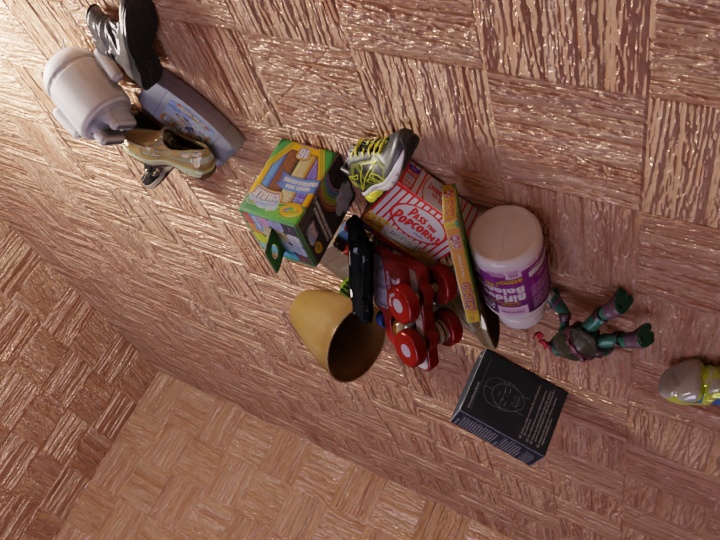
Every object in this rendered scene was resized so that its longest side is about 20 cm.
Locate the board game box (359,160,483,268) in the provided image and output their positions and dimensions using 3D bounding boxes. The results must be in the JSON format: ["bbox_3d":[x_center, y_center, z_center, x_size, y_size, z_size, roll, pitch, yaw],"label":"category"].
[{"bbox_3d":[0.094,-0.085,1.236,0.150,0.047,0.200,34,157,-7],"label":"board game box"}]

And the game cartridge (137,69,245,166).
[{"bbox_3d":[-0.307,-0.276,1.363,0.199,0.042,0.132,39,160,-17],"label":"game cartridge"}]

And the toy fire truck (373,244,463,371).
[{"bbox_3d":[0.081,0.066,1.309,0.166,0.110,0.205,23,130,51],"label":"toy fire truck"}]

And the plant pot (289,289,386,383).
[{"bbox_3d":[-0.070,0.127,1.717,0.198,0.187,0.188,27,160,40],"label":"plant pot"}]

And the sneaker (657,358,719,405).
[{"bbox_3d":[0.568,0.193,1.175,0.104,0.077,0.199,37,155,-17],"label":"sneaker"}]

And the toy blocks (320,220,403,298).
[{"bbox_3d":[0.008,-0.021,1.432,0.198,0.101,0.136,37,144,-16],"label":"toy blocks"}]

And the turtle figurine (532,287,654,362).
[{"bbox_3d":[0.366,0.100,1.219,0.149,0.102,0.199,38,150,-17],"label":"turtle figurine"}]

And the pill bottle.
[{"bbox_3d":[0.235,0.003,1.158,0.110,0.114,0.201,15,152,30],"label":"pill bottle"}]

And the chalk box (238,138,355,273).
[{"bbox_3d":[-0.115,-0.097,1.270,0.121,0.203,0.126,18,154,25],"label":"chalk box"}]

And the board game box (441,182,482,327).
[{"bbox_3d":[0.153,-0.018,1.118,0.029,0.097,0.203,-12,123,14],"label":"board game box"}]

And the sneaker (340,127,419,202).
[{"bbox_3d":[0.021,-0.165,1.132,0.084,0.075,0.200,34,157,-7],"label":"sneaker"}]

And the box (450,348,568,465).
[{"bbox_3d":[0.311,0.288,1.582,0.196,0.150,0.108,28,157,7],"label":"box"}]

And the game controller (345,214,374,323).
[{"bbox_3d":[0.000,0.000,1.328,0.041,0.106,0.203,-7,137,-7],"label":"game controller"}]

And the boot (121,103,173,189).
[{"bbox_3d":[-0.443,-0.253,1.523,0.150,0.074,0.198,38,152,-19],"label":"boot"}]

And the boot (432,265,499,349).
[{"bbox_3d":[0.163,0.074,1.384,0.151,0.073,0.202,-12,130,31],"label":"boot"}]

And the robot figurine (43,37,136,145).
[{"bbox_3d":[-0.498,-0.322,1.369,0.201,0.169,0.113,50,-160,4],"label":"robot figurine"}]

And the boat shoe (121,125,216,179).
[{"bbox_3d":[-0.358,-0.236,1.391,0.195,0.073,0.077,16,142,12],"label":"boat shoe"}]

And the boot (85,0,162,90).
[{"bbox_3d":[-0.392,-0.390,1.206,0.131,0.070,0.201,37,150,10],"label":"boot"}]
